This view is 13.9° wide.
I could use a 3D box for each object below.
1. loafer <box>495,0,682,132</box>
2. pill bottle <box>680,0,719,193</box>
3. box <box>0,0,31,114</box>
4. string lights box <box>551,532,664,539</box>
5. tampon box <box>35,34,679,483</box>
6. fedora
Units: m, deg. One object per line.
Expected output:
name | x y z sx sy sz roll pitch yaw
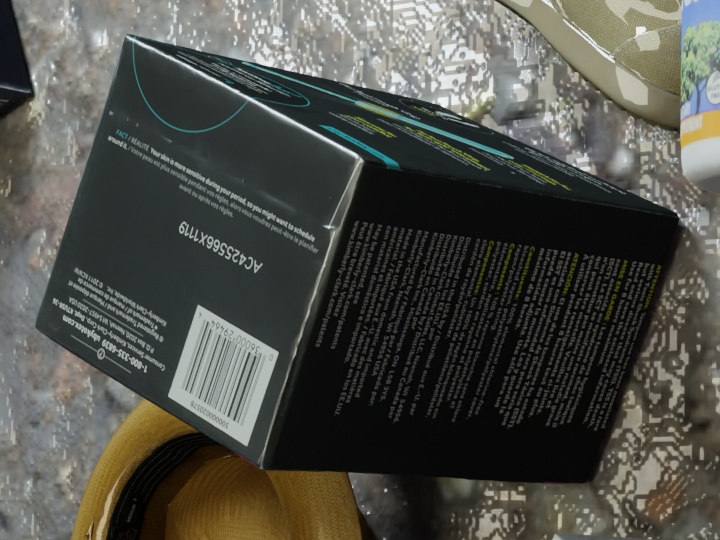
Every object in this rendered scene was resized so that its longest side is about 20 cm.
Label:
loafer | 0.087 -0.135 1.230 0.200 0.076 0.068 42 111 26
pill bottle | 0.177 -0.132 1.120 0.112 0.112 0.201 -5 81 41
box | -0.285 -0.144 1.532 0.182 0.104 0.201 -30 65 34
string lights box | 0.075 0.202 1.174 0.059 0.102 0.201 44 113 37
tampon box | 0.000 0.000 1.200 0.150 0.199 0.127 28 103 41
fedora | -0.047 0.141 1.303 0.200 0.082 0.202 -13 72 42
